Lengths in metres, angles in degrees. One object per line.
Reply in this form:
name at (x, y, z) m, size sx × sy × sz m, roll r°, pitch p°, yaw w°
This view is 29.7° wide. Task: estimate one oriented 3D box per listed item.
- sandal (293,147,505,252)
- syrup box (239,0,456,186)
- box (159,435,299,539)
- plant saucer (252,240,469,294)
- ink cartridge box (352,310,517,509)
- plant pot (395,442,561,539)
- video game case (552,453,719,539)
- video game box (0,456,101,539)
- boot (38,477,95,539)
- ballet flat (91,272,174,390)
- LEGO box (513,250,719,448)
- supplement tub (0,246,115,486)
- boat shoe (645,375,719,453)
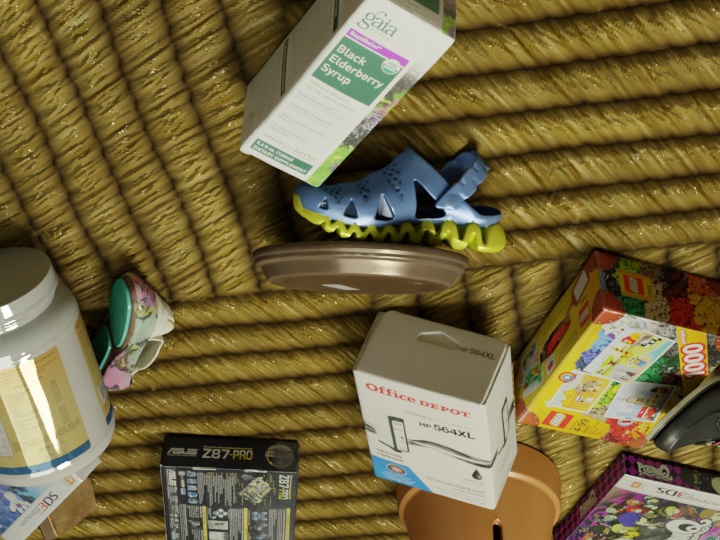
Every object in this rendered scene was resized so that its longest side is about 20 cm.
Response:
sandal at (0.037, -0.067, 1.192) m, size 0.199 × 0.079 × 0.088 m, roll 2°, pitch 104°, yaw -21°
syrup box at (-0.013, -0.165, 1.088) m, size 0.078 × 0.082 × 0.200 m, roll 24°, pitch 136°, yaw -24°
box at (-0.156, 0.274, 1.630) m, size 0.160 × 0.049 × 0.201 m, roll 4°, pitch 139°, yaw 0°
plant saucer at (0.000, 0.000, 1.241) m, size 0.199 × 0.030 × 0.200 m, roll 2°, pitch 174°, yaw 0°
ink cartridge box at (0.081, 0.147, 1.415) m, size 0.145 × 0.085 × 0.201 m, roll 13°, pitch 144°, yaw 20°
plant pot at (0.140, 0.310, 1.592) m, size 0.199 × 0.141 × 0.201 m, roll 1°, pitch 140°, yaw 1°
video game case at (0.357, 0.303, 1.655) m, size 0.180 × 0.036 × 0.200 m, roll 14°, pitch 138°, yaw -12°
video game box at (-0.406, 0.194, 1.490) m, size 0.200 × 0.047 × 0.182 m, roll 42°, pitch 128°, yaw -5°
boot at (-0.365, 0.233, 1.594) m, size 0.075 × 0.074 × 0.201 m, roll -24°, pitch 137°, yaw -17°
ballet flat at (-0.232, 0.063, 1.383) m, size 0.071 × 0.069 × 0.200 m, roll 0°, pitch 147°, yaw -26°
LEGO box at (0.262, 0.084, 1.371) m, size 0.148 × 0.077 × 0.200 m, roll 13°, pitch 138°, yaw -13°
supplement tub at (-0.332, 0.094, 1.326) m, size 0.144 × 0.145 × 0.201 m, roll -7°, pitch 120°, yaw 10°
boat shoe at (0.365, 0.144, 1.368) m, size 0.201 × 0.063 × 0.074 m, roll -16°, pitch 151°, yaw -41°
